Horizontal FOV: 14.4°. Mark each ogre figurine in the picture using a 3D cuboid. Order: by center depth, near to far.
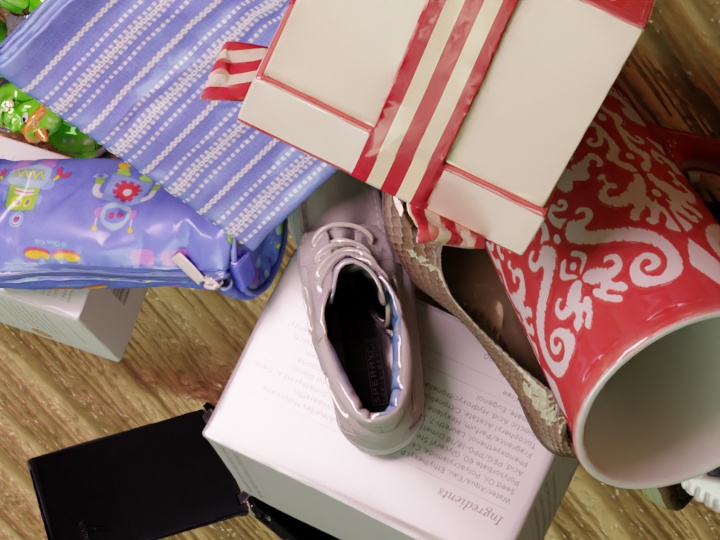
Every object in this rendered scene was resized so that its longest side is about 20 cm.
[{"bbox_3d":[-0.196,-0.136,1.687,0.120,0.098,0.201,34,134,20],"label":"ogre figurine"}]

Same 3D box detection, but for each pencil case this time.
[{"bbox_3d":[-0.142,-0.023,1.678,0.199,0.087,0.078,3,131,17],"label":"pencil case"}]

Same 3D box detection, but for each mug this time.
[{"bbox_3d":[0.155,-0.003,1.532,0.176,0.201,0.134,-6,136,-24],"label":"mug"}]

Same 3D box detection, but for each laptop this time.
[{"bbox_3d":[-0.106,0.179,1.938,0.200,0.116,0.187,40,-174,-21],"label":"laptop"}]

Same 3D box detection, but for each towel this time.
[{"bbox_3d":[-0.083,-0.104,1.539,0.200,0.024,0.145,35,116,-29],"label":"towel"}]

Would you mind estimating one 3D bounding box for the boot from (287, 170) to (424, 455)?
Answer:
[{"bbox_3d":[0.000,0.000,1.624,0.073,0.201,0.096,-13,166,-2],"label":"boot"}]

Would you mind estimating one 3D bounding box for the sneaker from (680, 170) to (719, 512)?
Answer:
[{"bbox_3d":[0.203,0.031,1.600,0.130,0.200,0.079,-42,153,25],"label":"sneaker"}]

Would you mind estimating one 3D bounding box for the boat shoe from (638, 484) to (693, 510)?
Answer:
[{"bbox_3d":[0.161,0.073,1.754,0.076,0.072,0.201,25,148,31],"label":"boat shoe"}]

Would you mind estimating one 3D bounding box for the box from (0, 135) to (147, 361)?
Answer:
[{"bbox_3d":[-0.239,-0.028,1.814,0.199,0.098,0.124,18,169,11],"label":"box"}]

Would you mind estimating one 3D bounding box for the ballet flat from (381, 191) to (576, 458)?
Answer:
[{"bbox_3d":[0.083,0.022,1.612,0.201,0.067,0.046,57,158,-8],"label":"ballet flat"}]

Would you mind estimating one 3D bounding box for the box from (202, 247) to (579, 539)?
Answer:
[{"bbox_3d":[0.027,0.103,1.751,0.199,0.131,0.199,24,169,10],"label":"box"}]

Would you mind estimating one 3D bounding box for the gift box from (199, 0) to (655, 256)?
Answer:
[{"bbox_3d":[0.041,-0.128,1.418,0.184,0.200,0.187,28,135,1],"label":"gift box"}]
